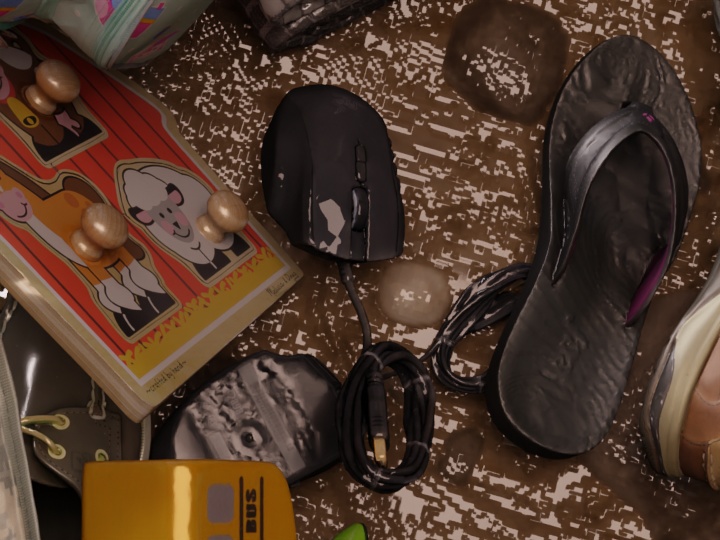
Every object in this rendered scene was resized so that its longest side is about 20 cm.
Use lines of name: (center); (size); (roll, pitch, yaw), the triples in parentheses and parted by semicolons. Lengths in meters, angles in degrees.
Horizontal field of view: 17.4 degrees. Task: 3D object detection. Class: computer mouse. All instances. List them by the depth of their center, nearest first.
computer mouse: (0.000, 0.000, 0.981); (0.058, 0.034, 0.201); (7, 53, -30)
computer mouse: (-0.001, 0.050, 1.014); (0.199, 0.034, 0.059); (-23, 81, -19)

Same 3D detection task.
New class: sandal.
sandal: (0.111, -0.014, 1.022); (0.075, 0.048, 0.201); (22, 67, -15)

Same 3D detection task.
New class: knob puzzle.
knob puzzle: (-0.115, -0.049, 0.950); (0.030, 0.220, 0.220); (-43, 82, 25)

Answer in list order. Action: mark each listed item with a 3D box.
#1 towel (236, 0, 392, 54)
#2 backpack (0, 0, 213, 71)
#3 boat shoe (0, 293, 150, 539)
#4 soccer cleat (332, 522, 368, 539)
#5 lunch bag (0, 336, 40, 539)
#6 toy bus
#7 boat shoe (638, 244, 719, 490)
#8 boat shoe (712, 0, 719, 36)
towel: (0.009, -0.209, 1.055); (0.199, 0.086, 0.166); (-26, 78, -11)
backpack: (-0.106, -0.169, 0.910); (0.153, 0.200, 0.176); (43, 104, 8)
boat shoe: (-0.129, 0.092, 0.962); (0.072, 0.060, 0.203); (-4, 74, 14)
soccer cleat: (0.062, 0.174, 0.968); (0.199, 0.068, 0.081); (29, 61, 2)
lunch bag: (-0.204, 0.096, 0.895); (0.117, 0.164, 0.201); (-12, 74, -42)
toy bus: (-0.065, 0.175, 0.921); (0.065, 0.078, 0.201); (-5, 83, 38)
boat shoe: (0.191, 0.006, 1.012); (0.074, 0.076, 0.201); (21, 81, 27)
boat shoe: (0.187, -0.161, 1.068); (0.064, 0.074, 0.203); (13, 70, 4)
